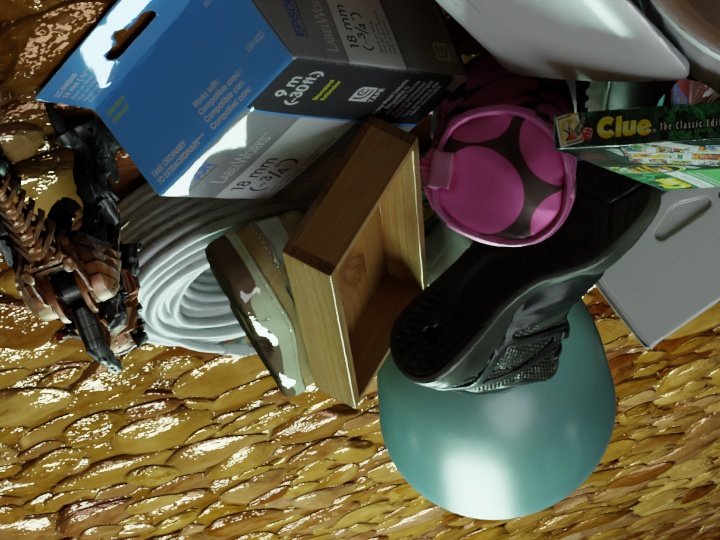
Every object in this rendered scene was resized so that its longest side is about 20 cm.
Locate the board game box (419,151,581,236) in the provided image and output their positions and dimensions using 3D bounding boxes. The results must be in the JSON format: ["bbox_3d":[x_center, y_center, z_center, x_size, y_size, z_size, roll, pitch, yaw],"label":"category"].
[{"bbox_3d":[0.102,-0.065,1.266,0.198,0.024,0.105,-12,159,-18],"label":"board game box"}]

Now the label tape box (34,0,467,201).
[{"bbox_3d":[-0.061,-0.102,0.999,0.199,0.064,0.144,0,151,-42],"label":"label tape box"}]

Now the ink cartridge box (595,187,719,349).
[{"bbox_3d":[0.236,-0.034,1.250,0.145,0.083,0.200,-36,-177,13],"label":"ink cartridge box"}]

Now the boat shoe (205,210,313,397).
[{"bbox_3d":[-0.040,0.021,1.132,0.076,0.072,0.200,-33,160,-8],"label":"boat shoe"}]

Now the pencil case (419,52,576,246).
[{"bbox_3d":[0.080,-0.075,1.039,0.093,0.091,0.200,18,-165,-1],"label":"pencil case"}]

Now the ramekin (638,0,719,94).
[{"bbox_3d":[0.228,-0.178,0.892,0.199,0.202,0.098,-20,167,3],"label":"ramekin"}]

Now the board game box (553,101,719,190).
[{"bbox_3d":[0.189,-0.067,0.982,0.104,0.024,0.200,-5,174,25],"label":"board game box"}]

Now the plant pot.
[{"bbox_3d":[0.102,0.074,1.401,0.199,0.202,0.161,-19,150,-1],"label":"plant pot"}]

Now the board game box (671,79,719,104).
[{"bbox_3d":[0.237,-0.163,1.110,0.103,0.019,0.200,-44,160,-7],"label":"board game box"}]

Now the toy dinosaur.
[{"bbox_3d":[-0.166,-0.015,1.020,0.101,0.137,0.200,-12,158,-16],"label":"toy dinosaur"}]

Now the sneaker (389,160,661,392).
[{"bbox_3d":[0.118,0.008,1.143,0.199,0.076,0.114,-44,154,11],"label":"sneaker"}]

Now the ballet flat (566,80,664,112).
[{"bbox_3d":[0.167,-0.111,1.146,0.068,0.068,0.200,-11,148,3],"label":"ballet flat"}]

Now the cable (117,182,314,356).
[{"bbox_3d":[-0.081,-0.015,1.186,0.200,0.070,0.199,-36,153,34],"label":"cable"}]

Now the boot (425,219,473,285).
[{"bbox_3d":[0.038,0.017,1.241,0.130,0.068,0.200,-25,163,-9],"label":"boot"}]

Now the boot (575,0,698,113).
[{"bbox_3d":[0.226,-0.121,1.015,0.198,0.073,0.182,-3,159,1],"label":"boot"}]

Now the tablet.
[{"bbox_3d":[0.065,-0.151,0.875,0.130,0.014,0.200,9,159,48],"label":"tablet"}]

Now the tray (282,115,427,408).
[{"bbox_3d":[0.000,0.000,1.070,0.099,0.037,0.200,-58,164,-20],"label":"tray"}]
